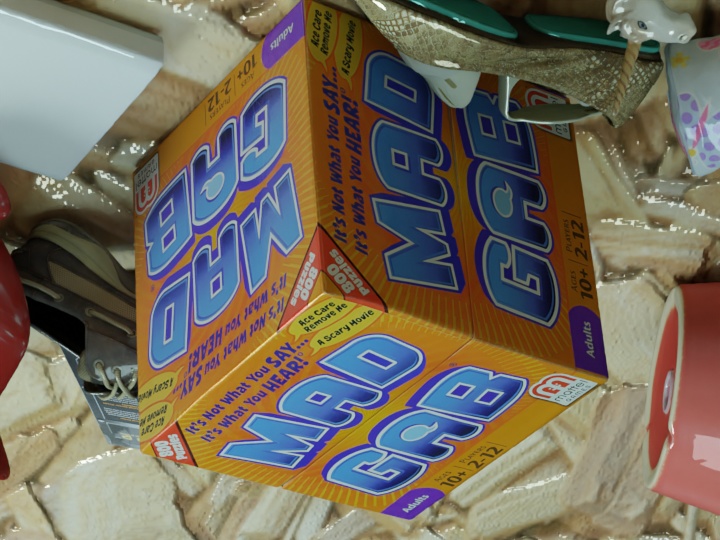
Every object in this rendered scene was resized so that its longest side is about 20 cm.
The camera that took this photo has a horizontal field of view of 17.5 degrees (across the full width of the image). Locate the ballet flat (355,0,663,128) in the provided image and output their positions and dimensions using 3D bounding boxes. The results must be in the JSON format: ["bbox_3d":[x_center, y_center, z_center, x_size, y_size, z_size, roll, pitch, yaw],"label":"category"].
[{"bbox_3d":[0.080,-0.119,1.332,0.199,0.071,0.066,11,111,-20],"label":"ballet flat"}]

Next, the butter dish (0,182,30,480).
[{"bbox_3d":[-0.269,-0.004,1.404,0.148,0.200,0.199,-45,132,15],"label":"butter dish"}]

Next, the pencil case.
[{"bbox_3d":[0.275,-0.115,1.359,0.198,0.091,0.084,-13,111,11],"label":"pencil case"}]

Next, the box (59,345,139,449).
[{"bbox_3d":[-0.091,0.079,1.590,0.198,0.049,0.159,8,151,14],"label":"box"}]

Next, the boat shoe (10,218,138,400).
[{"bbox_3d":[-0.149,0.050,1.476,0.199,0.073,0.075,35,151,20],"label":"boat shoe"}]

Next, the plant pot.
[{"bbox_3d":[0.290,0.092,1.596,0.176,0.202,0.201,8,147,-1],"label":"plant pot"}]

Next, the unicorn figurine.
[{"bbox_3d":[0.189,-0.187,1.257,0.136,0.074,0.201,-4,134,16],"label":"unicorn figurine"}]

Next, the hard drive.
[{"bbox_3d":[-0.231,-0.120,1.340,0.199,0.027,0.132,17,141,-29],"label":"hard drive"}]

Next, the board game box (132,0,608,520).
[{"bbox_3d":[0.000,0.000,1.391,0.199,0.201,0.200,17,141,-31],"label":"board game box"}]
